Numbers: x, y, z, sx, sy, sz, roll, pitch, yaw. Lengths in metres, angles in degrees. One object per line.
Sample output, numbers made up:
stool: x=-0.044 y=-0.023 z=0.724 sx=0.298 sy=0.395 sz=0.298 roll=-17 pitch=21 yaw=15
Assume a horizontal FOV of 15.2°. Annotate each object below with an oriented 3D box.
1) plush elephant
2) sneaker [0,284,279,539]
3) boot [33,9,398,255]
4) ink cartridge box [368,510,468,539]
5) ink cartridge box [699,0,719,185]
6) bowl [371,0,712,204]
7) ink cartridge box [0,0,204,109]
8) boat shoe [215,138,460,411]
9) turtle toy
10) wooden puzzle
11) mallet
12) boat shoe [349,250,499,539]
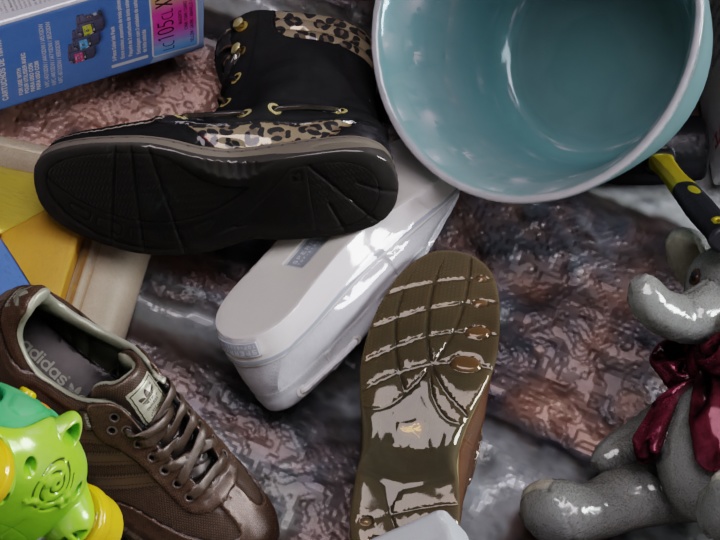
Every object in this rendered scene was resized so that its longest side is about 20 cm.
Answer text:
plush elephant: x=0.195 y=0.054 z=1.441 sx=0.199 sy=0.164 sz=0.156 roll=-11 pitch=93 yaw=-37
sneaker: x=-0.120 y=0.085 z=1.409 sx=0.200 sy=0.076 sz=0.071 roll=38 pitch=61 yaw=-5
boot: x=-0.077 y=-0.082 z=1.512 sx=0.198 sy=0.074 sz=0.151 roll=-4 pitch=36 yaw=4
ink cartridge box: x=-0.016 y=0.238 z=1.336 sx=0.199 sy=0.044 sz=0.175 roll=-24 pitch=63 yaw=8
ink cartridge box: x=0.251 y=-0.169 z=1.584 sx=0.083 sy=0.146 sz=0.201 roll=1 pitch=61 yaw=-11
bowl: x=0.117 y=-0.129 z=1.496 sx=0.199 sy=0.105 sz=0.203 roll=-5 pitch=80 yaw=29
ink cartridge box: x=-0.205 y=-0.168 z=1.546 sx=0.199 sy=0.077 sz=0.137 roll=-17 pitch=53 yaw=-16
boat shoe: x=0.000 y=0.000 z=1.500 sx=0.072 sy=0.069 sz=0.200 roll=7 pitch=43 yaw=36
turtle toy: x=-0.225 y=0.116 z=1.359 sx=0.199 sy=0.146 sz=0.102 roll=-29 pitch=61 yaw=13
wooden puzzle: x=-0.223 y=-0.001 z=1.486 sx=0.198 sy=0.037 sz=0.186 roll=15 pitch=60 yaw=0
mallet: x=0.190 y=-0.047 z=1.507 sx=0.065 sy=0.041 sz=0.200 roll=-5 pitch=19 yaw=-13
boat shoe: x=0.031 y=0.085 z=1.456 sx=0.071 sy=0.068 sz=0.201 roll=10 pitch=63 yaw=3
